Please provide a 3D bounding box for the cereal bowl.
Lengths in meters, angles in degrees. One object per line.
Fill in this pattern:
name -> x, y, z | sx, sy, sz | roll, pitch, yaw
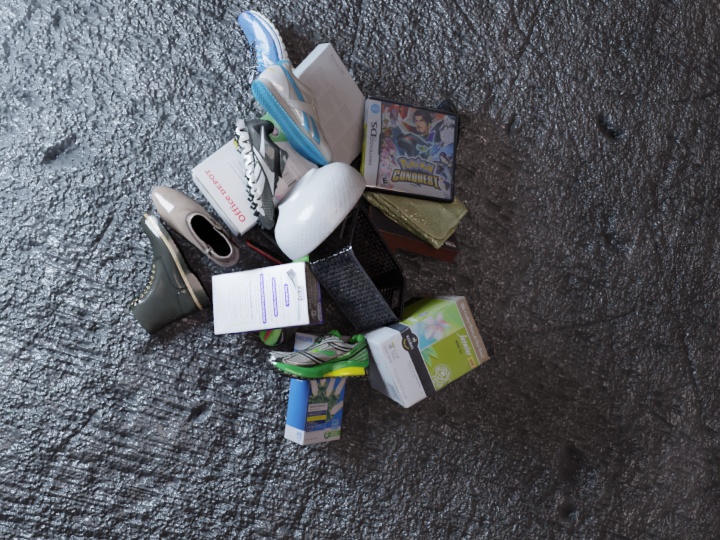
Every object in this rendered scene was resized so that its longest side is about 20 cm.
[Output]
cereal bowl -> -0.084, -0.118, 0.968 | 0.083, 0.199, 0.201 | 43, 78, -18

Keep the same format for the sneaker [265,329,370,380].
sneaker -> -0.077, 0.152, 0.986 | 0.196, 0.078, 0.087 | 1, 83, -28

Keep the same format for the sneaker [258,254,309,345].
sneaker -> -0.125, 0.056, 1.063 | 0.202, 0.077, 0.083 | -56, 143, 6

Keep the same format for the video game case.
video game case -> 0.098, -0.237, 1.080 | 0.196, 0.025, 0.185 | 6, 83, -16

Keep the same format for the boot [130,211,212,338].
boot -> -0.378, 0.010, 0.990 | 0.137, 0.077, 0.202 | -31, 97, -10

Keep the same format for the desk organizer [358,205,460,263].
desk organizer -> 0.097, -0.057, 1.123 | 0.196, 0.078, 0.073 | 14, 41, -17

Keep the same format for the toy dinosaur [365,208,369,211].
toy dinosaur -> -0.069, -0.122, 1.093 | 0.196, 0.060, 0.109 | -8, 93, -17

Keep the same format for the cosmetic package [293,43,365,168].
cosmetic package -> -0.063, -0.307, 1.066 | 0.151, 0.051, 0.201 | -48, 125, -11

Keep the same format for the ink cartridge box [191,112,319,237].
ink cartridge box -> -0.200, -0.181, 1.038 | 0.199, 0.087, 0.146 | -41, 100, -15

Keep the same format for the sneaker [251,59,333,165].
sneaker -> -0.102, -0.273, 0.969 | 0.081, 0.076, 0.201 | -53, 127, -22

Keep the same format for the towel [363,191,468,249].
towel -> 0.114, -0.142, 1.111 | 0.198, 0.037, 0.149 | 36, 52, 7

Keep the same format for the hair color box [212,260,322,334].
hair color box -> -0.171, 0.053, 0.997 | 0.196, 0.065, 0.112 | -8, 82, 22

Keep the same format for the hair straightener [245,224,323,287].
hair straightener -> -0.124, -0.031, 1.075 | 0.198, 0.041, 0.078 | 34, 99, -14

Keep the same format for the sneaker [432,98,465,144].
sneaker -> 0.132, -0.320, 1.155 | 0.198, 0.075, 0.115 | 29, 75, -15

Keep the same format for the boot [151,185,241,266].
boot -> -0.295, -0.085, 0.976 | 0.199, 0.146, 0.071 | 40, 81, -13

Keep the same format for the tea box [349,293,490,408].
tea box -> 0.109, 0.146, 1.073 | 0.194, 0.200, 0.136 | -27, 97, -15

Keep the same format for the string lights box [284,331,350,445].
string lights box -> -0.084, 0.226, 1.066 | 0.102, 0.058, 0.205 | 8, 87, -47

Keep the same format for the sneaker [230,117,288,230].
sneaker -> -0.165, -0.177, 0.969 | 0.089, 0.066, 0.204 | -13, 90, -14

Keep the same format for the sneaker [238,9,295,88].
sneaker -> -0.184, -0.399, 1.051 | 0.088, 0.078, 0.202 | -31, 99, -18

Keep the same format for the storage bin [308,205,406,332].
storage bin -> 0.000, 0.000, 1.028 | 0.092, 0.137, 0.201 | -17, 126, 24
